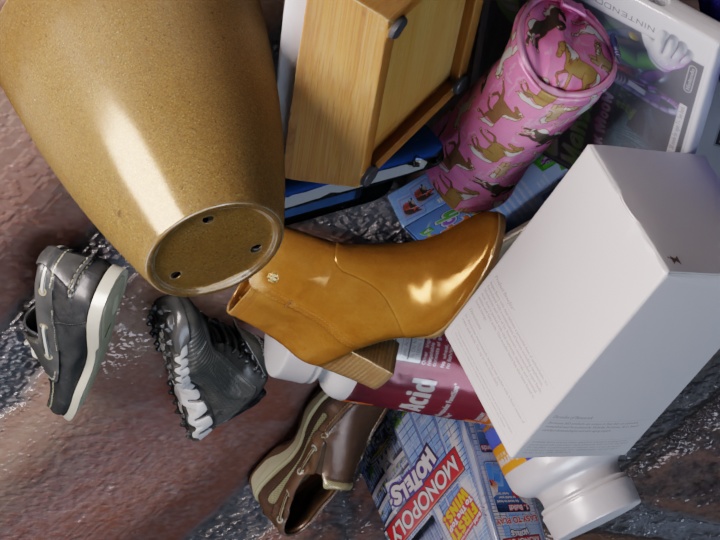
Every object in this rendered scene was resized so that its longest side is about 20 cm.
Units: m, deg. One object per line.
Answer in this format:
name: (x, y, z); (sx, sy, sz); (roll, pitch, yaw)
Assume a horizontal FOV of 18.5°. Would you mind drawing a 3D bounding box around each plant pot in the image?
plant pot: (-0.124, -0.088, 1.434); (0.186, 0.201, 0.187); (-17, 148, -11)

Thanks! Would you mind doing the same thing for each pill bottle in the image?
pill bottle: (0.031, 0.055, 1.775); (0.199, 0.115, 0.114); (10, 137, -16)
pill bottle: (0.160, 0.125, 1.890); (0.112, 0.201, 0.112); (-23, 167, -6)

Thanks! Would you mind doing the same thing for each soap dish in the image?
soap dish: (0.017, -0.161, 1.473); (0.157, 0.081, 0.200); (-45, 160, -33)

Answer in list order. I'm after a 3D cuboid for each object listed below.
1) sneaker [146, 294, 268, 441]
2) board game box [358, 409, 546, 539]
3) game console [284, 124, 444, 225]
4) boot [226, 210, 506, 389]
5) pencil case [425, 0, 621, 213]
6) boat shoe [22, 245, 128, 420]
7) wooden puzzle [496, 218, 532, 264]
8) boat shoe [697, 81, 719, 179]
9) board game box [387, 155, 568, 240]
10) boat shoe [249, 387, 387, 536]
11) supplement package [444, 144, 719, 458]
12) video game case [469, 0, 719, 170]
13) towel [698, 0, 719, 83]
sneaker: (-0.117, 0.065, 1.781); (0.090, 0.067, 0.200); (-22, 151, -9)
board game box: (0.081, 0.199, 1.966); (0.061, 0.200, 0.200); (3, 138, -36)
game console: (-0.049, -0.048, 1.620); (0.199, 0.171, 0.119); (-17, 120, -12)
boot: (0.000, 0.000, 1.632); (0.144, 0.071, 0.201); (30, 126, -18)
pencil case: (0.109, -0.115, 1.566); (0.086, 0.083, 0.200); (-22, 165, -28)
boat shoe: (-0.225, 0.047, 1.699); (0.067, 0.072, 0.200); (20, 146, 0)
wooden puzzle: (0.205, -0.043, 1.797); (0.200, 0.037, 0.185); (-35, 163, 23)
boat shoe: (0.305, -0.127, 1.724); (0.068, 0.071, 0.201); (12, 98, -70)
board game box: (0.134, -0.073, 1.748); (0.199, 0.037, 0.151); (-30, 157, 8)
boat shoe: (-0.021, 0.163, 1.964); (0.074, 0.075, 0.203); (4, 137, -36)
supplement package: (0.175, 0.025, 1.558); (0.119, 0.122, 0.200); (2, 138, -38)
video game case: (0.164, -0.141, 1.579); (0.023, 0.181, 0.200); (-48, 159, -31)
towel: (0.269, -0.161, 1.583); (0.049, 0.201, 0.148); (-16, 147, 13)
